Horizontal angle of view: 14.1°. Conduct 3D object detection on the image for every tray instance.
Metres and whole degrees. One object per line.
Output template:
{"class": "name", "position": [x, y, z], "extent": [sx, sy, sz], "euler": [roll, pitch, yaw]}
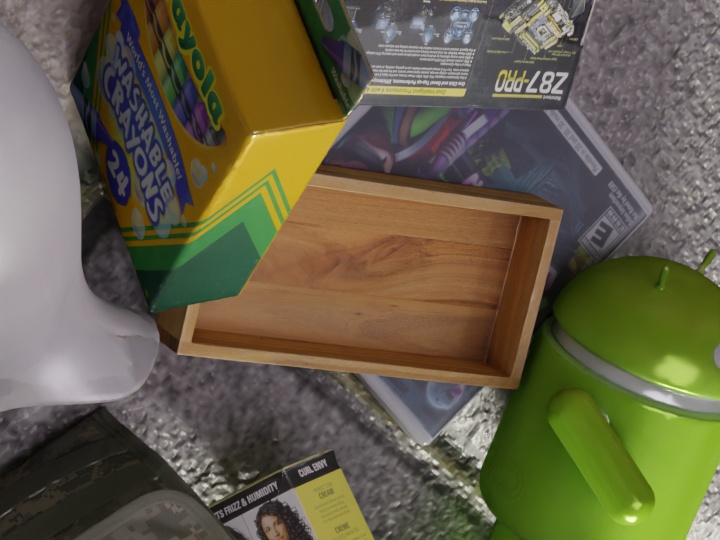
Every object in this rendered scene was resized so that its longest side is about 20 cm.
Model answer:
{"class": "tray", "position": [0.000, 0.000, 1.469], "extent": [0.199, 0.037, 0.099], "euler": [7, 103, -31]}

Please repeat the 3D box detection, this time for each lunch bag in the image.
{"class": "lunch bag", "position": [-0.132, 0.175, 1.386], "extent": [0.164, 0.200, 0.118], "euler": [-34, 120, -13]}

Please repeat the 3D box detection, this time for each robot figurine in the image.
{"class": "robot figurine", "position": [0.136, 0.081, 1.540], "extent": [0.175, 0.115, 0.201], "euler": [-21, 135, -65]}

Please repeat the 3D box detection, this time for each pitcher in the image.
{"class": "pitcher", "position": [-0.204, -0.016, 1.340], "extent": [0.171, 0.121, 0.200], "euler": [-21, 124, 2]}

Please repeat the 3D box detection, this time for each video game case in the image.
{"class": "video game case", "position": [0.039, -0.035, 1.511], "extent": [0.182, 0.023, 0.200], "euler": [-45, 122, -8]}

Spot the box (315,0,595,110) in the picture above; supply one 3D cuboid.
{"class": "box", "position": [0.042, -0.159, 1.394], "extent": [0.200, 0.049, 0.162], "euler": [-3, 112, -45]}

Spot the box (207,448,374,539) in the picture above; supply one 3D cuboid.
{"class": "box", "position": [-0.009, 0.197, 1.474], "extent": [0.050, 0.075, 0.201], "euler": [-19, 82, -56]}

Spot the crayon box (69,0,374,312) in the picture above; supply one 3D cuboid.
{"class": "crayon box", "position": [-0.068, -0.084, 1.314], "extent": [0.051, 0.126, 0.200], "euler": [-10, 156, -27]}
